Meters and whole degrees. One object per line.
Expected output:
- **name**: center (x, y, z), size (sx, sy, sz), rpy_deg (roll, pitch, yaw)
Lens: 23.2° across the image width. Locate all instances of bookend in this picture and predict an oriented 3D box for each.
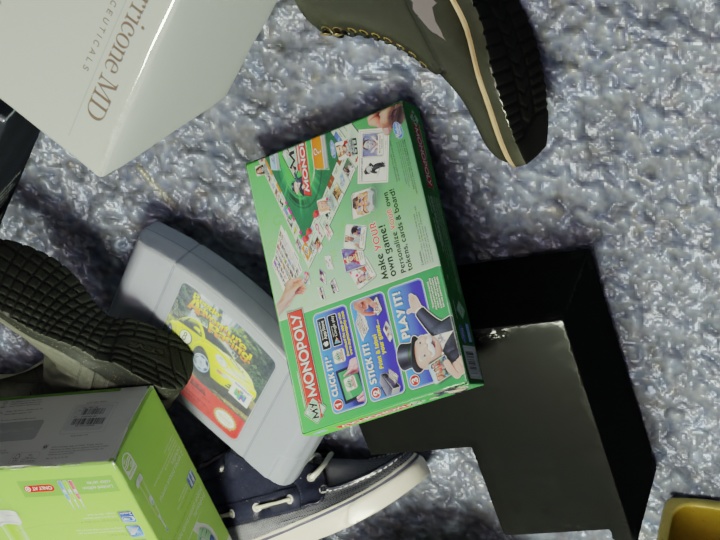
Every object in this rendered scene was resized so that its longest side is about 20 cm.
- **bookend**: center (0.093, 0.102, 1.283), size (0.197, 0.092, 0.202), rpy_deg (-8, 119, 26)

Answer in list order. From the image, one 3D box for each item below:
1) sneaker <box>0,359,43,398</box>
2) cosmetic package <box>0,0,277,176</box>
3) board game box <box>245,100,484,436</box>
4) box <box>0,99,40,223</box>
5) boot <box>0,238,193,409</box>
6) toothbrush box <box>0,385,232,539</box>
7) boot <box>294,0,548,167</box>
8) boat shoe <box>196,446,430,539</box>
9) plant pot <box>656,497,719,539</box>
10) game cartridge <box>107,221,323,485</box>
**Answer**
- **sneaker**: center (-0.281, 0.125, 1.429), size (0.198, 0.099, 0.071), rpy_deg (-8, 116, 23)
- **cosmetic package**: center (-0.168, -0.205, 1.118), size (0.199, 0.166, 0.168), rpy_deg (38, 126, 9)
- **board game box**: center (0.000, 0.000, 1.217), size (0.133, 0.029, 0.202), rpy_deg (-19, 76, 26)
- **box**: center (-0.348, -0.114, 1.293), size (0.196, 0.118, 0.201), rpy_deg (31, 125, -1)
- **boot**: center (-0.232, 0.070, 1.340), size (0.199, 0.068, 0.131), rpy_deg (32, 136, -7)
- **toothbrush box**: center (-0.195, 0.193, 1.339), size (0.144, 0.086, 0.201), rpy_deg (-7, 125, 24)
- **boot**: center (0.034, -0.154, 1.163), size (0.137, 0.077, 0.202), rpy_deg (-15, 102, 32)
- **boat shoe**: center (-0.048, 0.163, 1.389), size (0.199, 0.075, 0.093), rpy_deg (-26, 92, 20)
- **plant pot**: center (0.307, 0.316, 1.287), size (0.193, 0.195, 0.202), rpy_deg (5, 129, 17)
- **game cartridge**: center (-0.104, 0.060, 1.328), size (0.200, 0.041, 0.134), rpy_deg (40, 133, 11)
